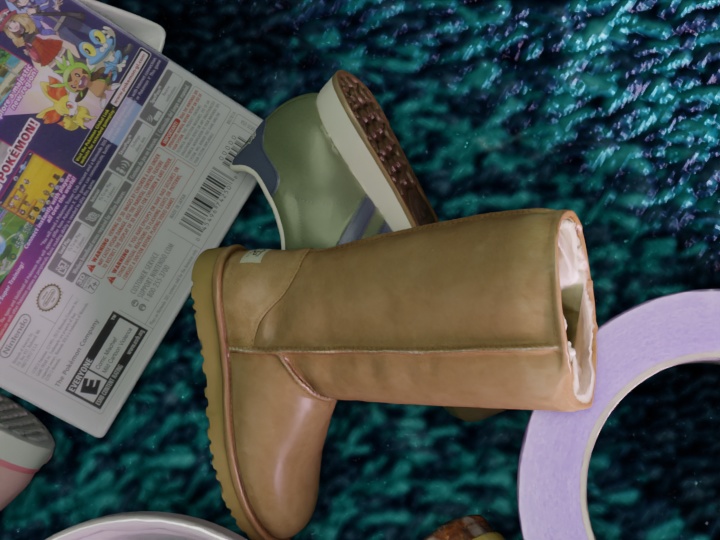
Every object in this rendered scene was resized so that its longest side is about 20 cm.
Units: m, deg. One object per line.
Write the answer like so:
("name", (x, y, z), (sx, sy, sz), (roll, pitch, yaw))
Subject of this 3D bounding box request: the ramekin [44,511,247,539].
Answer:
("ramekin", (-0.102, 0.224, 0.814), (0.200, 0.105, 0.200), (-1, 85, 7))

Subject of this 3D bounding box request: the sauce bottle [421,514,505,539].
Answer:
("sauce bottle", (0.094, 0.218, 0.789), (0.066, 0.066, 0.200), (-36, 66, 2))

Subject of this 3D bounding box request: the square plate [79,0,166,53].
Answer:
("square plate", (-0.230, -0.073, 0.842), (0.200, 0.028, 0.198), (19, 94, -21))

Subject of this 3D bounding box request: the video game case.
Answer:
("video game case", (-0.166, -0.036, 0.844), (0.182, 0.023, 0.200), (32, 89, -23))

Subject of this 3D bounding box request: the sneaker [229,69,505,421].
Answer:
("sneaker", (0.000, 0.000, 0.846), (0.090, 0.067, 0.200), (-26, 93, 20))

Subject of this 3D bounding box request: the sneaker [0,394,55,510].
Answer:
("sneaker", (-0.271, 0.086, 0.827), (0.200, 0.075, 0.105), (34, 100, -30))

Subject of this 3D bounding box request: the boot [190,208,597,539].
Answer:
("boot", (0.019, 0.061, 0.785), (0.200, 0.066, 0.175), (-3, 110, 25))

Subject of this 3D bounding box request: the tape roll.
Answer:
("tape roll", (0.180, 0.112, 0.804), (0.200, 0.085, 0.200), (-1, 84, 6))
